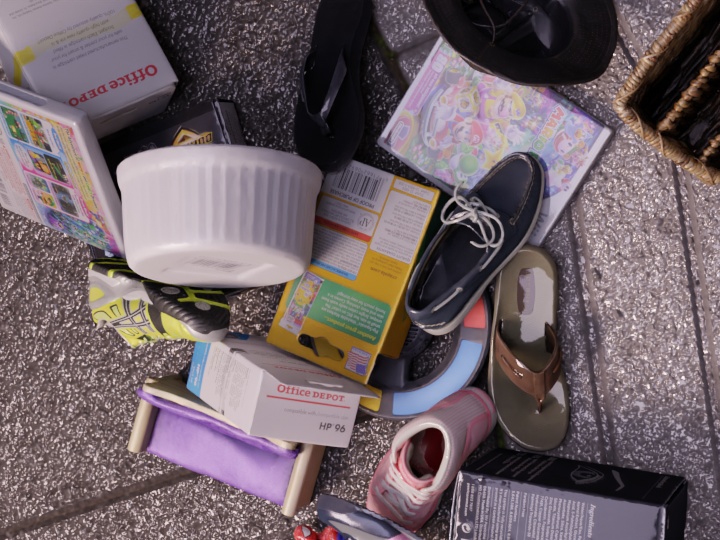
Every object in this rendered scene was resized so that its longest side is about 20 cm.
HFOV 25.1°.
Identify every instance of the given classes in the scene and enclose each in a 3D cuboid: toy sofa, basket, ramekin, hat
[{"bbox_3d":[-0.142,0.180,1.675,0.198,0.097,0.084,19,99,17],"label":"toy sofa"},{"bbox_3d":[0.344,-0.178,1.450,0.143,0.149,0.201,42,105,14],"label":"basket"},{"bbox_3d":[-0.135,-0.047,1.551,0.198,0.200,0.099,-5,77,20],"label":"ramekin"},{"bbox_3d":[0.141,-0.230,1.548,0.201,0.200,0.081,45,145,13],"label":"hat"}]

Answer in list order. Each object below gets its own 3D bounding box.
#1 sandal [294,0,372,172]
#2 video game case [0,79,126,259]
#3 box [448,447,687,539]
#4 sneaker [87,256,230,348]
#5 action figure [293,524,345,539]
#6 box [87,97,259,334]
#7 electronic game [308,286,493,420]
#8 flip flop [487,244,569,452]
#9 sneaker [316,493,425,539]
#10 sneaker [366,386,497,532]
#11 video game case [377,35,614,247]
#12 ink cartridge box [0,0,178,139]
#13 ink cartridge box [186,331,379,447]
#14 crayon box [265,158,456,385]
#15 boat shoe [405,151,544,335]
[{"bbox_3d":[-0.034,-0.195,1.611,0.075,0.043,0.202,-6,70,29],"label":"sandal"},{"bbox_3d":[-0.325,-0.110,1.653,0.181,0.201,0.024,21,56,26],"label":"video game case"},{"bbox_3d":[0.198,0.242,1.525,0.198,0.148,0.106,8,95,20],"label":"box"},{"bbox_3d":[-0.203,0.043,1.646,0.199,0.075,0.077,21,112,43],"label":"sneaker"},{"bbox_3d":[0.020,0.306,1.649,0.198,0.052,0.066,22,105,20],"label":"action figure"},{"bbox_3d":[-0.197,-0.056,1.711,0.198,0.050,0.201,-18,86,21],"label":"box"},{"bbox_3d":[0.039,0.051,1.631,0.198,0.042,0.203,1,93,21],"label":"electronic game"},{"bbox_3d":[0.165,0.076,1.566,0.080,0.058,0.203,0,94,0],"label":"flip flop"},{"bbox_3d":[0.032,0.293,1.575,0.199,0.070,0.083,30,78,8],"label":"sneaker"},{"bbox_3d":[0.049,0.201,1.585,0.075,0.104,0.201,44,121,13],"label":"sneaker"},{"bbox_3d":[0.131,-0.132,1.600,0.199,0.018,0.144,36,103,15],"label":"video game case"},{"bbox_3d":[-0.302,-0.238,1.686,0.144,0.083,0.201,-26,82,-22],"label":"ink cartridge box"},{"bbox_3d":[-0.078,0.119,1.585,0.200,0.115,0.069,25,103,60],"label":"ink cartridge box"},{"bbox_3d":[0.000,0.000,1.597,0.125,0.051,0.202,21,90,26],"label":"crayon box"},{"bbox_3d":[0.107,-0.033,1.551,0.075,0.062,0.201,36,87,27],"label":"boat shoe"}]
